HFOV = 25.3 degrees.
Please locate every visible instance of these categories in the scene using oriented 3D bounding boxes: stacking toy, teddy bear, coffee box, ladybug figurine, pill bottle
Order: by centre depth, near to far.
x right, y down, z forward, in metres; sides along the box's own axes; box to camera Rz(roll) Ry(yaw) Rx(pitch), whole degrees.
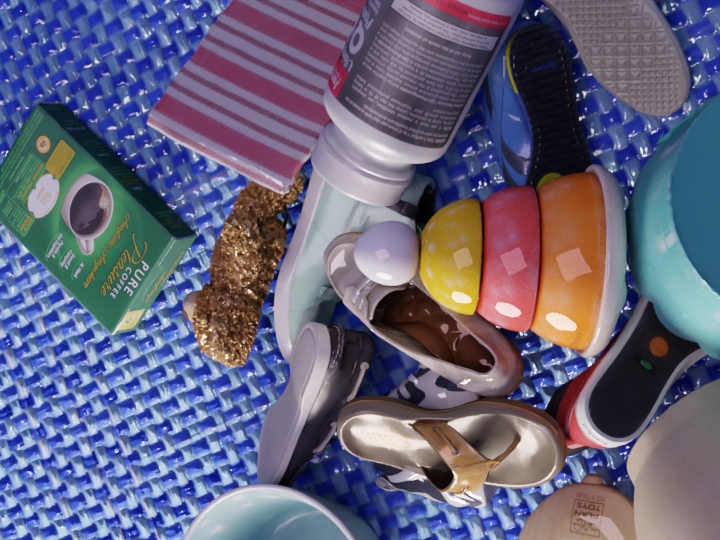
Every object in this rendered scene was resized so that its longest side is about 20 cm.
[{"bbox_3d":[0.094,-0.012,1.211,0.198,0.146,0.147,3,97,-5],"label":"stacking toy"},{"bbox_3d":[0.038,-0.154,1.253,0.110,0.111,0.201,37,117,19],"label":"pill bottle"},{"bbox_3d":[0.188,0.261,1.289,0.135,0.072,0.202,7,98,26],"label":"ladybug figurine"},{"bbox_3d":[-0.101,-0.020,1.374,0.066,0.145,0.201,18,104,-9],"label":"teddy bear"},{"bbox_3d":[-0.256,-0.049,1.502,0.200,0.044,0.123,42,111,18],"label":"coffee box"}]

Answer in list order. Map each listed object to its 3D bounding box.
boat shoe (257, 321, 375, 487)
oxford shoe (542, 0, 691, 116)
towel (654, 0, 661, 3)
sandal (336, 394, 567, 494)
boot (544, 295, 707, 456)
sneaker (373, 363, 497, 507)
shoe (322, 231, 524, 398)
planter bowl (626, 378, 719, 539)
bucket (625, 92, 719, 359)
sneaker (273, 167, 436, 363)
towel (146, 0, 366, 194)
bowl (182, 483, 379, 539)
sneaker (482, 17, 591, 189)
[{"bbox_3d":[-0.042,0.125,1.390,0.074,0.060,0.201,-110,33,-49],"label":"boat shoe"},{"bbox_3d":[0.188,-0.207,1.262,0.200,0.058,0.075,47,115,0],"label":"oxford shoe"},{"bbox_3d":[0.282,-0.305,1.217,0.199,0.034,0.133,-25,82,27],"label":"towel"},{"bbox_3d":[0.066,0.142,1.260,0.199,0.054,0.081,3,123,25],"label":"sandal"},{"bbox_3d":[0.220,0.061,1.260,0.072,0.144,0.200,43,74,1],"label":"boot"},{"bbox_3d":[0.045,0.098,1.343,0.129,0.079,0.201,-2,104,18],"label":"sneaker"},{"bbox_3d":[0.044,0.030,1.272,0.200,0.053,0.070,36,99,24],"label":"shoe"},{"bbox_3d":[0.281,0.164,1.181,0.200,0.200,0.135,-48,55,22],"label":"planter bowl"},{"bbox_3d":[0.295,-0.036,1.134,0.205,0.135,0.209,0,79,1],"label":"bucket"},{"bbox_3d":[0.000,0.000,1.362,0.118,0.074,0.202,20,104,21],"label":"sneaker"},{"bbox_3d":[-0.068,-0.167,1.351,0.146,0.030,0.201,28,72,21],"label":"towel"},{"bbox_3d":[-0.052,0.275,1.393,0.199,0.105,0.203,3,96,26],"label":"bowl"},{"bbox_3d":[0.138,-0.105,1.299,0.078,0.066,0.202,-160,57,-65],"label":"sneaker"}]
